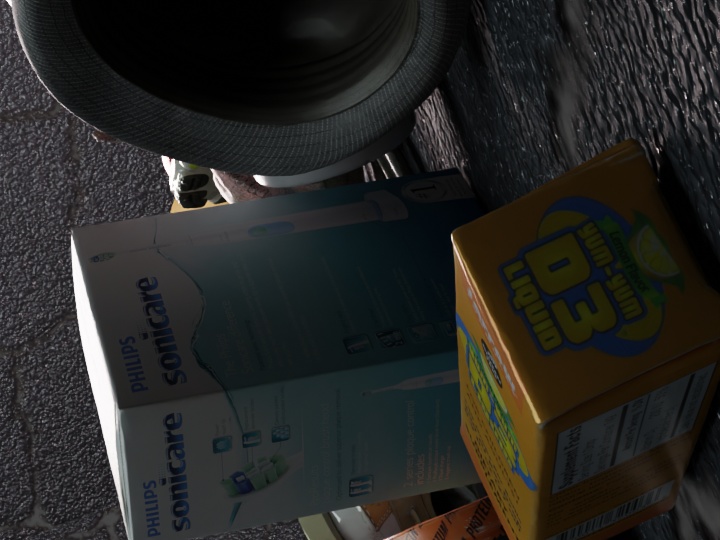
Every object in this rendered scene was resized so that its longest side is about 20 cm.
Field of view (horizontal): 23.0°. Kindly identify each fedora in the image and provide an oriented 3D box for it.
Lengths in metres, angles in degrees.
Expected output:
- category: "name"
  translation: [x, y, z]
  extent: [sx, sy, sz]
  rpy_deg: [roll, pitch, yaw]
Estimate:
- category: "fedora"
  translation: [-0.043, -0.131, 0.694]
  extent: [0.200, 0.175, 0.091]
  rpy_deg: [117, 164, -58]

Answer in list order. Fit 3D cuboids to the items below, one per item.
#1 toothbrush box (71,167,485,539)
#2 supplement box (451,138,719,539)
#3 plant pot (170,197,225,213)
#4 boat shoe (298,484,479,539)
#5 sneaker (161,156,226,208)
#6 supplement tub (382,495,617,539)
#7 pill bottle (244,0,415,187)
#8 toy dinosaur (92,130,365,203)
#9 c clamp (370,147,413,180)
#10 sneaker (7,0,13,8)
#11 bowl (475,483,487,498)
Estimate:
- category: "toothbrush box"
  translation: [-0.026, 0.036, 0.826]
  extent: [0.147, 0.198, 0.086]
  rpy_deg: [-118, 23, -52]
- category: "supplement box"
  translation: [0.069, 0.037, 0.567]
  extent: [0.200, 0.068, 0.067]
  rpy_deg: [83, 163, -67]
- category: "plant pot"
  translation: [-0.096, -0.043, 1.881]
  extent: [0.188, 0.185, 0.200]
  rpy_deg: [69, 164, -5]
- category: "boat shoe"
  translation: [0.041, 0.151, 0.992]
  extent: [0.200, 0.068, 0.075]
  rpy_deg: [34, -157, -58]
- category: "sneaker"
  translation: [-0.089, -0.116, 1.015]
  extent: [0.085, 0.076, 0.200]
  rpy_deg: [62, 151, 23]
- category: "supplement tub"
  translation: [0.086, 0.201, 0.808]
  extent: [0.123, 0.121, 0.202]
  rpy_deg: [92, 157, -81]
- category: "pill bottle"
  translation: [-0.043, -0.147, 0.820]
  extent: [0.112, 0.111, 0.202]
  rpy_deg: [-121, 10, -68]
- category: "toy dinosaur"
  translation: [-0.034, -0.047, 0.927]
  extent: [0.086, 0.199, 0.136]
  rpy_deg: [-45, 49, 36]
- category: "c clamp"
  translation: [0.026, -0.030, 1.132]
  extent: [0.201, 0.027, 0.172]
  rpy_deg: [73, 175, -52]
- category: "sneaker"
  translation: [-0.123, -0.132, 0.781]
  extent: [0.085, 0.074, 0.200]
  rpy_deg: [61, -179, -2]
- category: "bowl"
  translation: [0.084, 0.107, 0.960]
  extent: [0.201, 0.039, 0.202]
  rpy_deg: [158, 90, -86]
